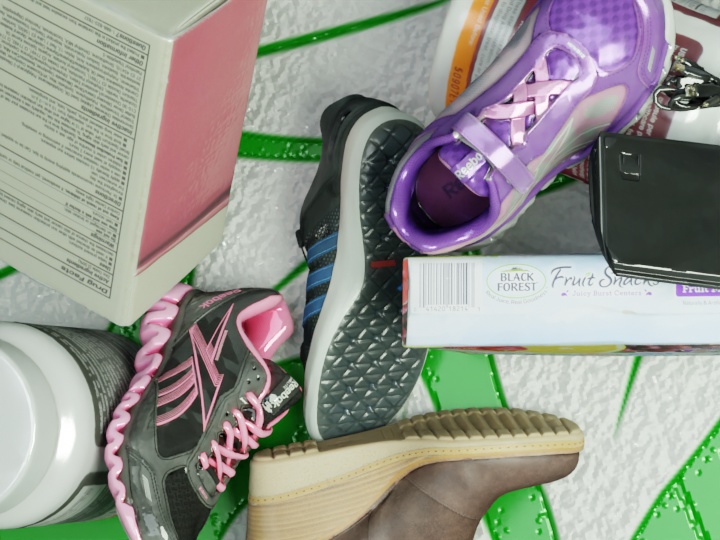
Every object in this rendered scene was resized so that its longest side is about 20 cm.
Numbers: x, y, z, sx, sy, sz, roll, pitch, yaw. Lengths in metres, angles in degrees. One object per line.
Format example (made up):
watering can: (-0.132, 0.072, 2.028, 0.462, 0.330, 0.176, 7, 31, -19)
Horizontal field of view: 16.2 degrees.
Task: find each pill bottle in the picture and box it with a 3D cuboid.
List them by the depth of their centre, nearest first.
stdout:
pill bottle: (0.147, -0.098, 1.370, 0.199, 0.114, 0.115, 24, 94, 17)
pill bottle: (-0.186, 0.086, 1.411, 0.113, 0.200, 0.115, -1, 86, 16)

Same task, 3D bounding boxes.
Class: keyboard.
keyboard: (0.210, -0.043, 1.267, 0.198, 0.021, 0.128, 7, 65, -12)

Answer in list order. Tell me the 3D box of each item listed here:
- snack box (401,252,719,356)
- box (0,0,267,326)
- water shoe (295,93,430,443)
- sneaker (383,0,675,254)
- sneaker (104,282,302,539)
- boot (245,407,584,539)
snack box: (0.134, 0.019, 1.351, 0.198, 0.142, 0.053, 0, 88, 16)
box: (-0.140, -0.094, 1.409, 0.127, 0.109, 0.201, 28, 130, 17)
water shoe: (0.000, 0.000, 1.439, 0.079, 0.071, 0.202, 38, 121, 58)
sneaker: (0.081, -0.075, 1.293, 0.081, 0.088, 0.200, 46, 118, 7)
sneaker: (-0.082, 0.081, 1.402, 0.095, 0.079, 0.201, -6, 46, 15)
boot: (0.037, 0.170, 1.422, 0.198, 0.072, 0.168, -9, 100, 5)
